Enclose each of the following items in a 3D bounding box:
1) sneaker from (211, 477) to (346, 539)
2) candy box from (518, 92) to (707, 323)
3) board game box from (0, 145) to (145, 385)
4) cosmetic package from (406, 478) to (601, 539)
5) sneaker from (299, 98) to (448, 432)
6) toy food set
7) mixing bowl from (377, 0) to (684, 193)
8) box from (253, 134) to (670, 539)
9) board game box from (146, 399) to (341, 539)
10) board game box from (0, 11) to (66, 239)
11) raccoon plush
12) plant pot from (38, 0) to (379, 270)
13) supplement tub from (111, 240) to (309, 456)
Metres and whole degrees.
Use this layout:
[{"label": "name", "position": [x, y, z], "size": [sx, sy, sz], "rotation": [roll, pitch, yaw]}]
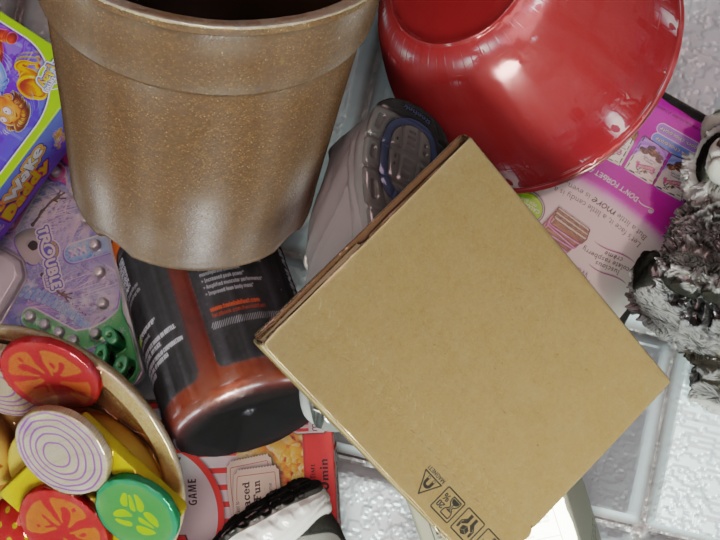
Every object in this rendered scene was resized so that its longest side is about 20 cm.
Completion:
[{"label": "sneaker", "position": [-0.096, 0.211, 0.804], "size": [0.200, 0.074, 0.080], "rotation": [-29, 93, 1]}, {"label": "candy box", "position": [0.135, -0.036, 0.852], "size": [0.136, 0.061, 0.200], "rotation": [30, 90, 2]}, {"label": "board game box", "position": [-0.264, 0.008, 0.860], "size": [0.199, 0.026, 0.201], "rotation": [-18, 75, 2]}, {"label": "cosmetic package", "position": [0.080, 0.120, 0.810], "size": [0.105, 0.071, 0.201], "rotation": [-13, 106, 17]}, {"label": "sneaker", "position": [0.000, 0.000, 0.765], "size": [0.074, 0.087, 0.201], "rotation": [22, 71, -26]}, {"label": "toy food set", "position": [-0.198, 0.115, 0.777], "size": [0.200, 0.049, 0.198], "rotation": [44, 124, -7]}, {"label": "mixing bowl", "position": [0.086, -0.158, 0.785], "size": [0.199, 0.108, 0.201], "rotation": [-12, 67, 30]}, {"label": "box", "position": [0.064, 0.051, 0.723], "size": [0.163, 0.021, 0.200], "rotation": [-45, 109, -7]}, {"label": "board game box", "position": [-0.113, 0.161, 0.864], "size": [0.199, 0.046, 0.152], "rotation": [-4, 89, 2]}, {"label": "board game box", "position": [-0.282, -0.079, 0.847], "size": [0.134, 0.045, 0.200], "rotation": [32, 81, 14]}, {"label": "raccoon plush", "position": [0.229, -0.011, 0.813], "size": [0.096, 0.200, 0.134], "rotation": [19, 66, 13]}, {"label": "plant pot", "position": [-0.087, -0.119, 0.719], "size": [0.199, 0.199, 0.201], "rotation": [5, 47, -6]}, {"label": "supplement tub", "position": [-0.097, 0.009, 0.817], "size": [0.107, 0.107, 0.201], "rotation": [-22, 65, 2]}]
